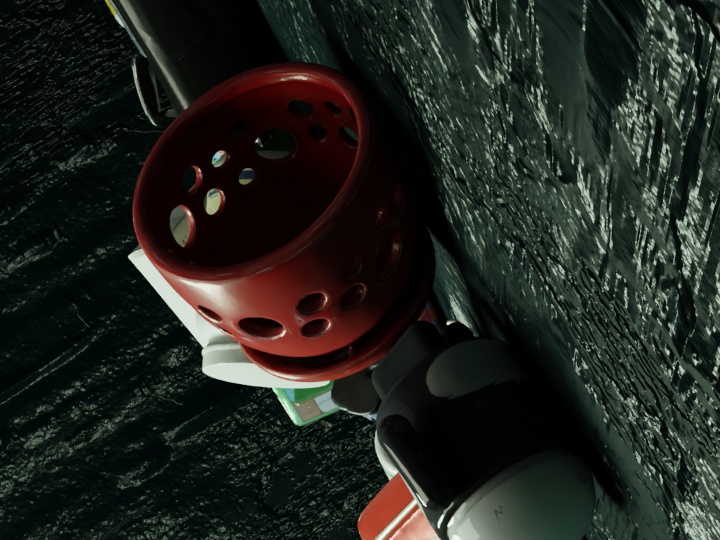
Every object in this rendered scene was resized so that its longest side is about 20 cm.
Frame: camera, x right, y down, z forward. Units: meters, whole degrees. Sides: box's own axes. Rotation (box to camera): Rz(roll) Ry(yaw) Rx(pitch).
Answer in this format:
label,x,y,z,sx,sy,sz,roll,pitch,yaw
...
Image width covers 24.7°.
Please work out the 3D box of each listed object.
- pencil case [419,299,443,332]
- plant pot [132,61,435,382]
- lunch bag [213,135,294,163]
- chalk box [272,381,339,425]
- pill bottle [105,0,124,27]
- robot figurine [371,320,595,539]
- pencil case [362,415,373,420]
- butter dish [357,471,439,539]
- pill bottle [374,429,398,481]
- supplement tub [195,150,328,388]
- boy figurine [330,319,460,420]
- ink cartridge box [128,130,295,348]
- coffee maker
label,x,y,z,sx,sy,sz,roll,pitch,yaw
pencil case,0.027,0.042,1.521,0.201,0.088,0.088,62,174,-33
plant pot,-0.046,-0.025,1.251,0.201,0.200,0.183,54,179,45
lunch bag,-0.106,-0.147,1.794,0.152,0.094,0.200,63,163,-20
chalk box,-0.040,0.069,1.742,0.125,0.123,0.201,61,-164,-21
pill bottle,-0.230,-0.328,1.737,0.201,0.114,0.114,59,175,8
robot figurine,0.087,0.133,1.211,0.201,0.149,0.125,57,161,29
pencil case,0.001,0.077,1.946,0.092,0.085,0.201,10,137,43
butter dish,0.124,0.260,1.555,0.201,0.147,0.200,58,133,22
pill bottle,0.092,0.217,1.703,0.113,0.112,0.201,55,173,40
supplement tub,-0.081,0.001,1.559,0.145,0.143,0.203,80,-166,-76
boy figurine,0.070,0.105,1.357,0.064,0.126,0.199,7,168,46
ink cartridge box,-0.118,-0.032,1.680,0.146,0.200,0.084,51,147,-16
coffee maker,-0.147,-0.231,1.563,0.191,0.135,0.201,4,130,55
